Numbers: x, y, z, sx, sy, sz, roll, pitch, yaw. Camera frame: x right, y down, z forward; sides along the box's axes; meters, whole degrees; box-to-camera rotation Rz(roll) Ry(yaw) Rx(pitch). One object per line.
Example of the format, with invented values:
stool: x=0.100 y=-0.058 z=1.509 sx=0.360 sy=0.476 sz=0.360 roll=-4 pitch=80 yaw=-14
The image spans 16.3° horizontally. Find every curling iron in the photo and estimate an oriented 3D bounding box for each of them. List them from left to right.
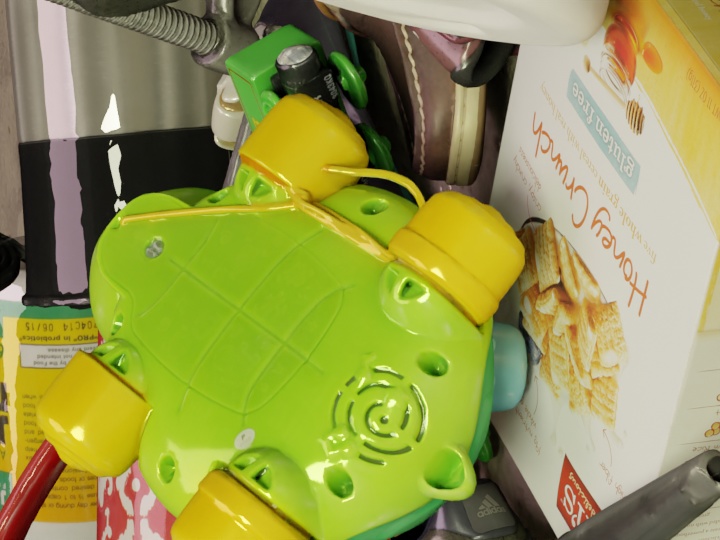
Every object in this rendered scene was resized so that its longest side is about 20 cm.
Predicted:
curling iron: x=0.055 y=0.091 z=0.773 sx=0.200 sy=0.049 sz=0.026 roll=-34 pitch=39 yaw=57

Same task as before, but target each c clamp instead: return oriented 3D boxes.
c clamp: x=-0.083 y=-0.120 z=0.927 sx=0.027 sy=0.200 sz=0.171 roll=12 pitch=83 yaw=40

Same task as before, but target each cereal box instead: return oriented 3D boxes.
cereal box: x=0.084 y=-0.006 z=0.780 sx=0.144 sy=0.039 sz=0.200 roll=-118 pitch=29 yaw=-47

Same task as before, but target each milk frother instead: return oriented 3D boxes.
milk frother: x=-0.159 y=-0.076 z=1.215 sx=0.180 sy=0.199 sz=0.189 roll=-178 pitch=83 yaw=-74

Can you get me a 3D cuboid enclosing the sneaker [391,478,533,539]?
sneaker: x=0.013 y=0.124 z=0.941 sx=0.200 sy=0.074 sz=0.081 roll=-25 pitch=80 yaw=55

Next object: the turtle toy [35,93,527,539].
turtle toy: x=-0.027 y=0.026 z=0.829 sx=0.200 sy=0.146 sz=0.101 roll=35 pitch=174 yaw=40

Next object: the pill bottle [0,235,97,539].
pill bottle: x=-0.154 y=0.086 z=1.373 sx=0.113 sy=0.112 sz=0.201 roll=-148 pitch=55 yaw=-66

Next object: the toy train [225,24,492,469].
toy train: x=0.000 y=0.000 z=0.923 sx=0.056 sy=0.042 sz=0.200 roll=36 pitch=152 yaw=54

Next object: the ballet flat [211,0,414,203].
ballet flat: x=-0.023 y=-0.052 z=1.027 sx=0.073 sy=0.073 sz=0.200 roll=108 pitch=150 yaw=-49

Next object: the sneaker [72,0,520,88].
sneaker: x=-0.006 y=-0.102 z=0.836 sx=0.200 sy=0.076 sz=0.116 roll=-26 pitch=77 yaw=23

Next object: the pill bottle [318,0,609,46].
pill bottle: x=0.033 y=-0.174 z=0.711 sx=0.120 sy=0.119 sz=0.201 roll=-172 pitch=96 yaw=-70

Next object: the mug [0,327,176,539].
mug: x=-0.076 y=0.113 z=1.082 sx=0.133 sy=0.177 sz=0.201 roll=166 pitch=103 yaw=-77

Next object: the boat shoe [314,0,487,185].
boat shoe: x=-0.001 y=-0.119 z=0.920 sx=0.072 sy=0.072 sz=0.201 roll=96 pitch=163 yaw=-69
